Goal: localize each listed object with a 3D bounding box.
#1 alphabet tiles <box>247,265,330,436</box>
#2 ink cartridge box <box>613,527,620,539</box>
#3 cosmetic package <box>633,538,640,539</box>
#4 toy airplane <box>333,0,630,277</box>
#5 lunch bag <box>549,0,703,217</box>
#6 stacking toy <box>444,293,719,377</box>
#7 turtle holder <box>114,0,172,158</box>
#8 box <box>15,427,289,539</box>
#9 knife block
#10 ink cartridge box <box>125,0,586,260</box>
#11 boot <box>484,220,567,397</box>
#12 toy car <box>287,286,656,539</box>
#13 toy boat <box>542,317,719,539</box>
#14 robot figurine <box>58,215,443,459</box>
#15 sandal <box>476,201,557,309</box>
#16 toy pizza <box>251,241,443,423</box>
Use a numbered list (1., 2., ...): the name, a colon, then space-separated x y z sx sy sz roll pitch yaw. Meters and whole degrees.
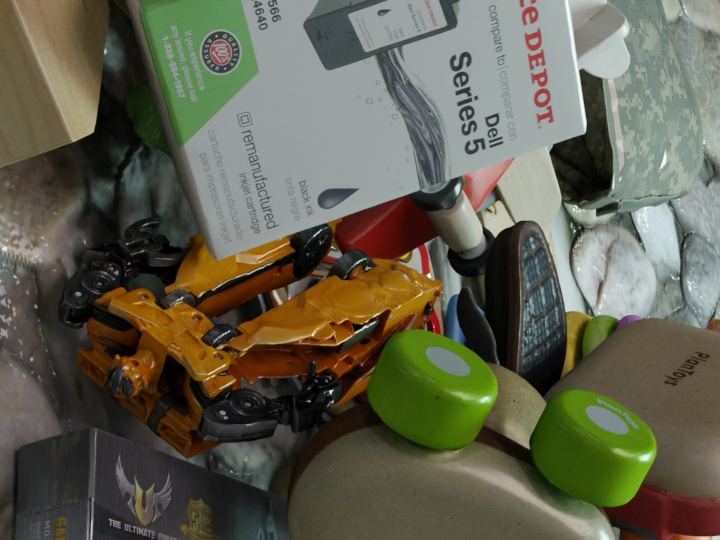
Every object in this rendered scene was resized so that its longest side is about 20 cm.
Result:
1. alphabet tiles: -0.010 0.011 1.130 0.200 0.006 0.168 -4 79 -60
2. ink cartridge box: 0.130 0.185 1.137 0.200 0.115 0.068 -19 118 -52
3. cosmetic package: 0.111 0.243 0.945 0.101 0.071 0.200 41 56 0
4. toy airplane: 0.058 -0.105 1.095 0.198 0.141 0.201 -11 116 -46
5. lunch bag: 0.162 -0.133 1.375 0.164 0.117 0.201 -6 77 -59
6. stacking toy: 0.154 0.064 1.184 0.116 0.199 0.110 42 42 -48
7. turtle holder: -0.081 -0.168 0.993 0.131 0.186 0.141 -1 39 -45
8. box: -0.078 0.175 0.897 0.200 0.048 0.159 30 52 -51
9. knife block: -0.188 -0.167 0.861 0.175 0.064 0.201 36 48 -46
10. ink cartridge box: -0.003 -0.113 0.921 0.084 0.199 0.146 -118 -169 -52
11. boot: 0.058 0.066 1.057 0.075 0.096 0.201 -32 125 -56
12. toy car: 0.039 0.090 0.943 0.157 0.165 0.200 20 23 -12
13. toy boat: 0.173 0.110 1.052 0.200 0.130 0.132 -30 131 -56
14. robot figurine: -0.054 0.026 0.944 0.145 0.058 0.200 37 38 22
15. sandal: 0.102 -0.065 1.263 0.077 0.070 0.213 -13 89 -26
16. toy pizza: 0.000 0.000 1.113 0.200 0.032 0.202 32 50 -49
